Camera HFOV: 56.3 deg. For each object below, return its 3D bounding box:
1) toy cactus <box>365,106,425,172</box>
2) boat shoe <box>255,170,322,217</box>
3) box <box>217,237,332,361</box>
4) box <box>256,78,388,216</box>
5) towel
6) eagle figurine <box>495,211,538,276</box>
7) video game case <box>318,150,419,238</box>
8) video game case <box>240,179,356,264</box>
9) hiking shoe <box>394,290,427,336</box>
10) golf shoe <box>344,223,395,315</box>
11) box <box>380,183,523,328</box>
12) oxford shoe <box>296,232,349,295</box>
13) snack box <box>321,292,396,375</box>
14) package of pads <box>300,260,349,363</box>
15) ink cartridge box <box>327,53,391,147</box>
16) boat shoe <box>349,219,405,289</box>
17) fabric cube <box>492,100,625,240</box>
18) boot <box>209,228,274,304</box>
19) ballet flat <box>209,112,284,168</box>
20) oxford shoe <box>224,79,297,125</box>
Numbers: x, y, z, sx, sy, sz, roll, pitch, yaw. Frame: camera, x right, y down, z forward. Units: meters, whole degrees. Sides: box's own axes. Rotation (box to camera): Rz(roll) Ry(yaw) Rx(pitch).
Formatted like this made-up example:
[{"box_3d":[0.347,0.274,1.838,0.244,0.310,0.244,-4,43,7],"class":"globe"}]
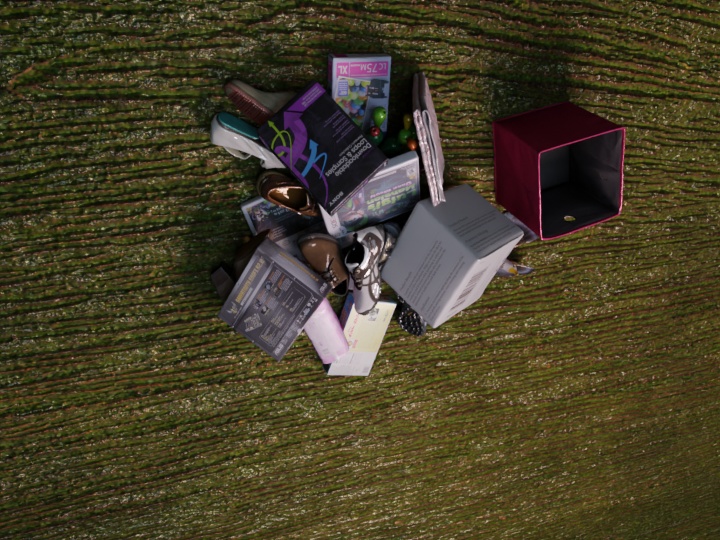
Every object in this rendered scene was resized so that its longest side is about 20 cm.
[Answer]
[{"box_3d":[0.048,-0.221,1.304,0.163,0.103,0.200,-28,150,9],"class":"toy cactus"},{"box_3d":[-0.106,-0.137,1.312,0.197,0.068,0.073,12,113,-27],"class":"boat shoe"},{"box_3d":[-0.169,0.060,1.302,0.158,0.048,0.201,36,123,0],"class":"box"},{"box_3d":[-0.066,-0.217,1.187,0.143,0.036,0.200,-43,86,-5],"class":"box"},{"box_3d":[0.134,-0.255,1.298,0.032,0.192,0.202,-9,124,11],"class":"towel"},{"box_3d":[0.314,-0.038,1.537,0.199,0.153,0.151,-23,173,-42],"class":"eagle figurine"},{"box_3d":[0.019,-0.139,1.291,0.197,0.024,0.182,-21,156,-3],"class":"video game case"},{"box_3d":[-0.122,-0.097,1.385,0.198,0.023,0.184,-24,123,-6],"class":"video game case"},{"box_3d":[0.131,0.071,1.538,0.087,0.074,0.202,-53,151,-32],"class":"hiking shoe"},{"box_3d":[0.000,0.000,1.362,0.093,0.078,0.203,-4,118,-33],"class":"golf shoe"},{"box_3d":[0.183,-0.034,1.375,0.199,0.171,0.200,-26,152,-47],"class":"box"},{"box_3d":[-0.065,-0.010,1.346,0.072,0.086,0.200,-19,148,16],"class":"oxford shoe"},{"box_3d":[-0.004,0.149,1.547,0.115,0.037,0.202,7,115,-32],"class":"snack box"},{"box_3d":[-0.096,0.090,1.424,0.075,0.121,0.201,-25,130,-2],"class":"package of pads"},{"box_3d":[-0.005,-0.312,1.300,0.117,0.042,0.203,-7,122,-18],"class":"ink cartridge box"},{"box_3d":[0.026,-0.038,1.441,0.073,0.068,0.200,40,124,5],"class":"boat shoe"},{"box_3d":[0.409,-0.214,1.412,0.193,0.200,0.203,-18,122,-11],"class":"fabric cube"},{"box_3d":[-0.206,0.021,1.368,0.199,0.071,0.147,-32,110,28],"class":"boot"},{"box_3d":[-0.192,-0.231,1.267,0.198,0.070,0.070,21,109,-24],"class":"ballet flat"},{"box_3d":[-0.157,-0.304,1.244,0.198,0.070,0.075,28,78,-28],"class":"oxford shoe"}]
